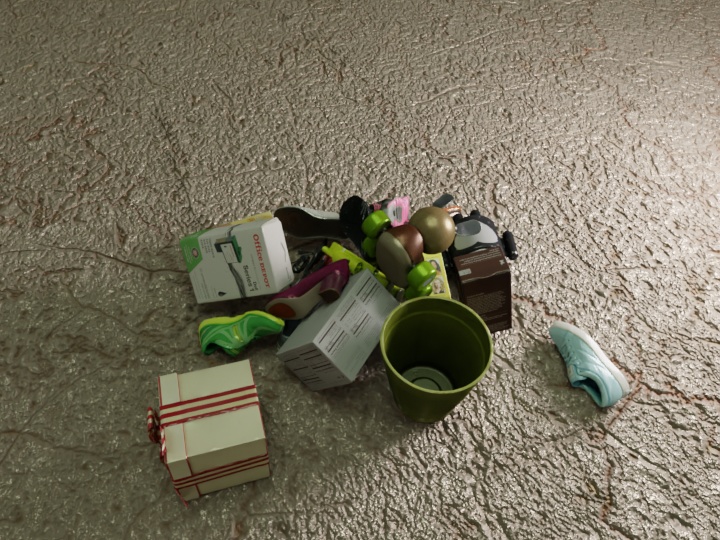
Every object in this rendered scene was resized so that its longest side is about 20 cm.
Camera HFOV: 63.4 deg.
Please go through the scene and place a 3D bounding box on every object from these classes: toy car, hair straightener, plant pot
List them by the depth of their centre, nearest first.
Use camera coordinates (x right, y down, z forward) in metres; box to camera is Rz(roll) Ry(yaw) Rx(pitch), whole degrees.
[{"bbox_3d":[0.130,0.186,1.097,0.199,0.194,0.201,1,50,-2],"label":"plant pot"},{"bbox_3d":[0.128,-0.064,1.133,0.200,0.158,0.164,-36,71,-13],"label":"toy car"},{"bbox_3d":[-0.118,-0.018,1.330,0.077,0.041,0.200,20,40,15],"label":"hair straightener"}]

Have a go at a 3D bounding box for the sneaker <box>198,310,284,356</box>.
[{"bbox_3d":[-0.241,0.133,1.193,0.199,0.074,0.084,-12,65,22],"label":"sneaker"}]

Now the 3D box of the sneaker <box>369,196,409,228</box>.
[{"bbox_3d":[0.062,-0.141,1.405,0.095,0.080,0.200,6,9,13],"label":"sneaker"}]

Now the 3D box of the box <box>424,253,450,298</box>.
[{"bbox_3d":[0.155,-0.012,1.308,0.050,0.075,0.201,-7,68,-7],"label":"box"}]

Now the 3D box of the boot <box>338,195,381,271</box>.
[{"bbox_3d":[0.042,-0.060,1.319,0.076,0.168,0.201,-38,54,13],"label":"boot"}]

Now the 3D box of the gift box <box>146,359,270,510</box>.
[{"bbox_3d":[-0.261,0.285,1.007,0.185,0.185,0.201,-10,45,-13],"label":"gift box"}]

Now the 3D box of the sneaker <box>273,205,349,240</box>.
[{"bbox_3d":[-0.106,-0.109,1.388,0.199,0.073,0.085,14,11,8],"label":"sneaker"}]

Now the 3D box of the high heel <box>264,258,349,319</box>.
[{"bbox_3d":[-0.106,0.039,1.185,0.199,0.068,0.096,-15,36,29],"label":"high heel"}]

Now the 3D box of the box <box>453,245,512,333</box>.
[{"bbox_3d":[0.254,0.049,1.200,0.099,0.201,0.075,-14,50,3],"label":"box"}]

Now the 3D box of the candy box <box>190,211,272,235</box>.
[{"bbox_3d":[-0.285,-0.058,1.372,0.199,0.055,0.116,-19,54,-16],"label":"candy box"}]

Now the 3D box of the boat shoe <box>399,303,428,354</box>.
[{"bbox_3d":[0.080,0.105,1.242,0.200,0.069,0.074,38,59,26],"label":"boat shoe"}]

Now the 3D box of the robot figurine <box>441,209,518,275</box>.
[{"bbox_3d":[0.264,-0.047,1.337,0.124,0.150,0.201,25,40,-34],"label":"robot figurine"}]

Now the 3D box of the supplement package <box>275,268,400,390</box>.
[{"bbox_3d":[-0.042,0.119,1.151,0.111,0.155,0.200,47,55,-12],"label":"supplement package"}]

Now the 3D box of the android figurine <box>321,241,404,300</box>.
[{"bbox_3d":[0.000,0.000,1.263,0.199,0.182,0.041,31,87,28],"label":"android figurine"}]

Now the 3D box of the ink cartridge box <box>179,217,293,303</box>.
[{"bbox_3d":[-0.257,-0.020,1.227,0.199,0.147,0.084,-9,14,19],"label":"ink cartridge box"}]

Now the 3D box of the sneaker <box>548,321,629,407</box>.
[{"bbox_3d":[0.446,0.189,1.185,0.082,0.074,0.200,-25,54,-25],"label":"sneaker"}]

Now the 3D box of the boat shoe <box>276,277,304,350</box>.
[{"bbox_3d":[-0.134,0.085,1.255,0.072,0.062,0.201,9,51,5],"label":"boat shoe"}]

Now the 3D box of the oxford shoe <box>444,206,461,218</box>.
[{"bbox_3d":[0.174,-0.090,1.419,0.199,0.071,0.073,-29,74,-16],"label":"oxford shoe"}]
